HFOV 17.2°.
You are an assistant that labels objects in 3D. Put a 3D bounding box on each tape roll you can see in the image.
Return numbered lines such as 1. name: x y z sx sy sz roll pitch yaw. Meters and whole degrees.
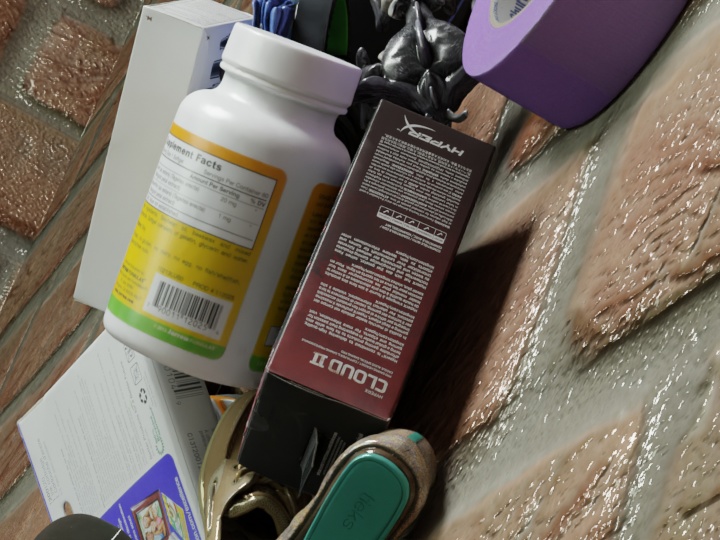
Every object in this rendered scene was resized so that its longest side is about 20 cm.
1. tape roll: 0.137 -0.183 1.353 0.201 0.065 0.200 -56 14 21

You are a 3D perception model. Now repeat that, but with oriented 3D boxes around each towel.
1. towel: -0.082 -0.084 1.555 0.145 0.024 0.202 -79 6 -83

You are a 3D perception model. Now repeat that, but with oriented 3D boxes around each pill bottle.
1. pill bottle: -0.071 -0.040 1.428 0.111 0.110 0.202 -132 62 -76

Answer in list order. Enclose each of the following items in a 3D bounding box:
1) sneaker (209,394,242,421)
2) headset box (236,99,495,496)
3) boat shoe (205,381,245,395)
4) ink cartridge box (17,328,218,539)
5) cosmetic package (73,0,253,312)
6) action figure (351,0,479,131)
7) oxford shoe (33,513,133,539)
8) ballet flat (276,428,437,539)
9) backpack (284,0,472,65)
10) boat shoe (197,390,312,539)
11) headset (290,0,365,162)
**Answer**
1. sneaker: -0.103 0.134 1.594 0.200 0.077 0.079 -40 69 48
2. headset box: -0.002 0.030 1.346 0.149 0.077 0.201 110 -179 -64
3. boat shoe: -0.110 0.096 1.665 0.200 0.073 0.076 123 159 -64
4. ink cartridge box: -0.144 0.146 1.546 0.200 0.043 0.200 -41 65 51
5. cosmetic package: -0.126 -0.073 1.551 0.082 0.050 0.202 -23 -49 -63
6. action figure: 0.045 -0.140 1.501 0.118 0.102 0.201 -17 47 10
7. oxford shoe: -0.124 0.214 1.459 0.071 0.072 0.199 -40 38 -20
8. ballet flat: -0.020 0.161 1.276 0.200 0.068 0.067 -49 -3 25
9. backpack: 0.011 -0.197 1.716 0.183 0.134 0.200 -57 9 9
10. boat shoe: -0.058 0.147 1.397 0.065 0.071 0.201 121 160 -48
11. headset: -0.043 -0.094 1.571 0.124 0.093 0.202 -53 -34 -77
